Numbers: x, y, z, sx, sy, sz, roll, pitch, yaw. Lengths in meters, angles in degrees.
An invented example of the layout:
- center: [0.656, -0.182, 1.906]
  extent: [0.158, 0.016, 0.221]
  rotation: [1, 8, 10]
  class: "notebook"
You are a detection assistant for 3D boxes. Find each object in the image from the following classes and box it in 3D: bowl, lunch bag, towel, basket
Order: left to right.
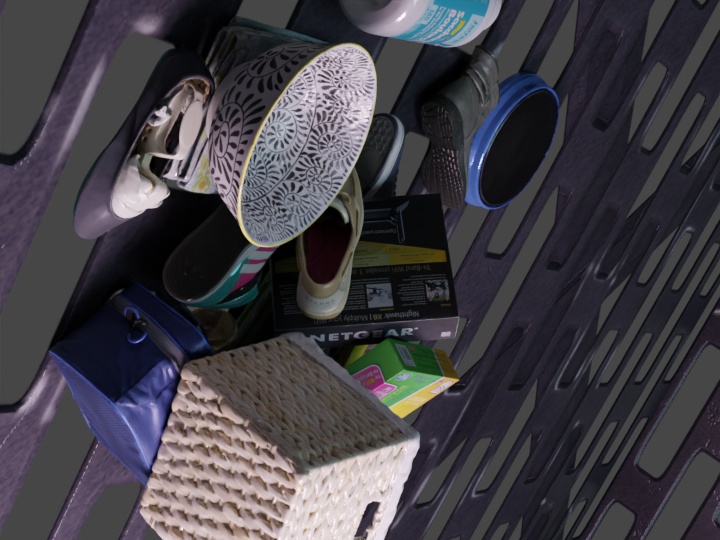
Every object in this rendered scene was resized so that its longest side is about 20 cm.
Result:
- center: [-0.211, 0.109, 1.144]
  extent: [0.132, 0.135, 0.201]
  rotation: [-41, 146, -25]
  class: "lunch bag"
- center: [-0.099, -0.158, 1.139]
  extent: [0.199, 0.048, 0.173]
  rotation: [-1, 123, -56]
  class: "towel"
- center: [-0.083, 0.196, 1.088]
  extent: [0.160, 0.199, 0.200]
  rotation: [-5, 123, -47]
  class: "basket"
- center: [-0.079, -0.133, 1.037]
  extent: [0.201, 0.094, 0.202]
  rotation: [-46, 155, -28]
  class: "bowl"
- center: [-0.086, 0.062, 1.402]
  extent: [0.153, 0.023, 0.200]
  rotation: [-56, 153, 2]
  class: "towel"
- center: [-0.043, 0.158, 1.385]
  extent: [0.202, 0.018, 0.086]
  rotation: [-60, 170, -2]
  class: "towel"
- center: [0.209, -0.178, 1.585]
  extent: [0.200, 0.039, 0.202]
  rotation: [-37, 145, -31]
  class: "bowl"

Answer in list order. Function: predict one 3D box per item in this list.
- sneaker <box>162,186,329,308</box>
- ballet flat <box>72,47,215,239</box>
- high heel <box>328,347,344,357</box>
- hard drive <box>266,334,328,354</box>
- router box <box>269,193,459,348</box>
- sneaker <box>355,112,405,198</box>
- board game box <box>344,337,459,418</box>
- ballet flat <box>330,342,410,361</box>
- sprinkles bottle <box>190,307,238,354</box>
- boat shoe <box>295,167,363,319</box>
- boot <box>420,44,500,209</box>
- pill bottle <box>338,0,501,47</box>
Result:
- center: [-0.111, -0.029, 1.160]
  extent: [0.199, 0.084, 0.121]
  rotation: [-38, 172, -10]
  class: "sneaker"
- center: [-0.193, -0.106, 1.027]
  extent: [0.201, 0.073, 0.073]
  rotation: [-59, 151, 5]
  class: "ballet flat"
- center: [0.011, 0.106, 1.556]
  extent: [0.199, 0.071, 0.144]
  rotation: [-23, 146, -45]
  class: "high heel"
- center: [-0.100, 0.150, 1.298]
  extent: [0.139, 0.038, 0.202]
  rotation: [-35, 151, -49]
  class: "hard drive"
- center: [0.000, 0.000, 1.233]
  extent: [0.197, 0.159, 0.052]
  rotation: [-3, 150, -4]
  class: "router box"
- center: [0.032, -0.095, 1.348]
  extent: [0.145, 0.077, 0.204]
  rotation: [-1, 130, -43]
  class: "sneaker"
- center: [-0.004, 0.151, 1.261]
  extent: [0.199, 0.041, 0.153]
  rotation: [-36, 157, 19]
  class: "board game box"
- center: [-0.025, 0.137, 1.454]
  extent: [0.198, 0.068, 0.046]
  rotation: [-24, -179, -3]
  class: "ballet flat"
- center: [-0.174, 0.136, 1.295]
  extent: [0.068, 0.068, 0.202]
  rotation: [-31, 142, -36]
  class: "sprinkles bottle"
- center: [-0.031, -0.052, 1.189]
  extent: [0.069, 0.073, 0.202]
  rotation: [98, -6, -61]
  class: "boat shoe"
- center: [0.140, -0.181, 1.458]
  extent: [0.131, 0.067, 0.201]
  rotation: [-47, 151, -27]
  class: "boot"
- center: [0.072, -0.295, 1.189]
  extent: [0.199, 0.110, 0.112]
  rotation: [-6, 125, -53]
  class: "pill bottle"
